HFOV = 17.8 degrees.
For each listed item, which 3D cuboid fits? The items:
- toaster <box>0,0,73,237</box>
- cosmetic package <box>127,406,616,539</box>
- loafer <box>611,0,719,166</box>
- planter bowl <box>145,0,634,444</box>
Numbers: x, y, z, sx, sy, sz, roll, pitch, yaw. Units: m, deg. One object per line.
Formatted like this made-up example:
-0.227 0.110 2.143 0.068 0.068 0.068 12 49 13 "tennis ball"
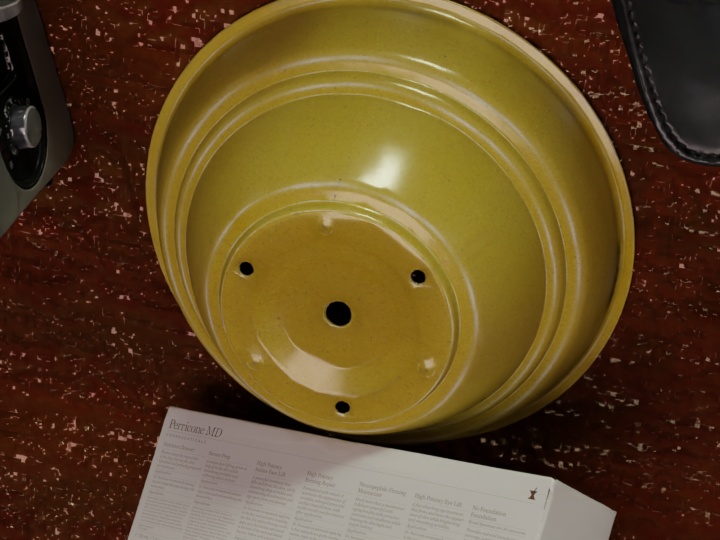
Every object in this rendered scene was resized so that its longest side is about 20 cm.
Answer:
-0.227 -0.057 0.860 0.199 0.181 0.119 -1 114 15 "toaster"
-0.003 0.110 0.892 0.200 0.083 0.051 8 167 41 "cosmetic package"
0.112 -0.124 0.790 0.068 0.070 0.201 -1 117 17 "loafer"
0.000 0.000 0.880 0.200 0.084 0.201 7 119 13 "planter bowl"
